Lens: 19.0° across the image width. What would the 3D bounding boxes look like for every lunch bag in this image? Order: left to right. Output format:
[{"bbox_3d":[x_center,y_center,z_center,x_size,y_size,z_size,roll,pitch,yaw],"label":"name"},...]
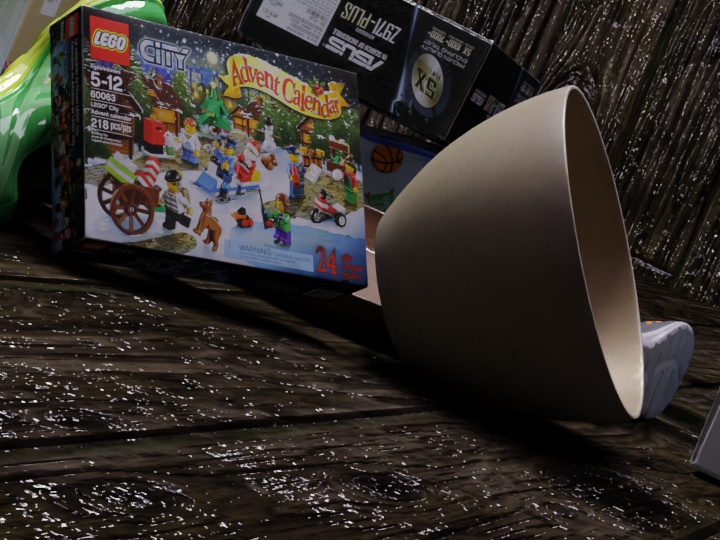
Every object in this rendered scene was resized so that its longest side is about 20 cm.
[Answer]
[{"bbox_3d":[0.062,-0.039,1.762,0.198,0.125,0.170,16,3,8],"label":"lunch bag"}]

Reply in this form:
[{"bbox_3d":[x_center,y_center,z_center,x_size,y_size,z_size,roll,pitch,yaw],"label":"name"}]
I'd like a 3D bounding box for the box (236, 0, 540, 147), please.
[{"bbox_3d":[0.024,-0.171,1.731,0.199,0.087,0.164,29,3,18],"label":"box"}]

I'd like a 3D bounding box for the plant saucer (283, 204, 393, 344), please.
[{"bbox_3d":[0.000,0.000,1.449,0.199,0.035,0.200,21,18,-7],"label":"plant saucer"}]

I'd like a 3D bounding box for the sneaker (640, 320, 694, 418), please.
[{"bbox_3d":[0.163,0.050,1.545,0.112,0.078,0.200,27,7,28],"label":"sneaker"}]

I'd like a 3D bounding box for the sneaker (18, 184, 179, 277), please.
[{"bbox_3d":[-0.147,-0.054,1.334,0.199,0.074,0.082,28,4,27],"label":"sneaker"}]

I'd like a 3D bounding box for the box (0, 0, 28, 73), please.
[{"bbox_3d":[-0.285,-0.151,1.283,0.106,0.153,0.200,24,5,7],"label":"box"}]

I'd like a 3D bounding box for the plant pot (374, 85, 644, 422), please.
[{"bbox_3d":[0.085,0.002,1.302,0.133,0.202,0.200,-11,-4,16],"label":"plant pot"}]

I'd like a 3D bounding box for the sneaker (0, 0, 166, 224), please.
[{"bbox_3d":[-0.175,-0.092,1.269,0.083,0.200,0.074,38,-37,6],"label":"sneaker"}]

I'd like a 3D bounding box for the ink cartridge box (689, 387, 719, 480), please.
[{"bbox_3d":[0.332,0.093,1.457,0.146,0.147,0.200,25,6,20],"label":"ink cartridge box"}]

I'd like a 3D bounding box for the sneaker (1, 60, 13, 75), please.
[{"bbox_3d":[-0.248,-0.117,1.504,0.083,0.077,0.200,19,7,4],"label":"sneaker"}]

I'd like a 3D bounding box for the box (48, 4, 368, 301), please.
[{"bbox_3d":[-0.086,-0.064,1.249,0.199,0.138,0.038,10,-20,-38],"label":"box"}]

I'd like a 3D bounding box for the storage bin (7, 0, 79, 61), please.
[{"bbox_3d":[-0.299,-0.267,2.065,0.093,0.201,0.198,28,8,30],"label":"storage bin"}]
